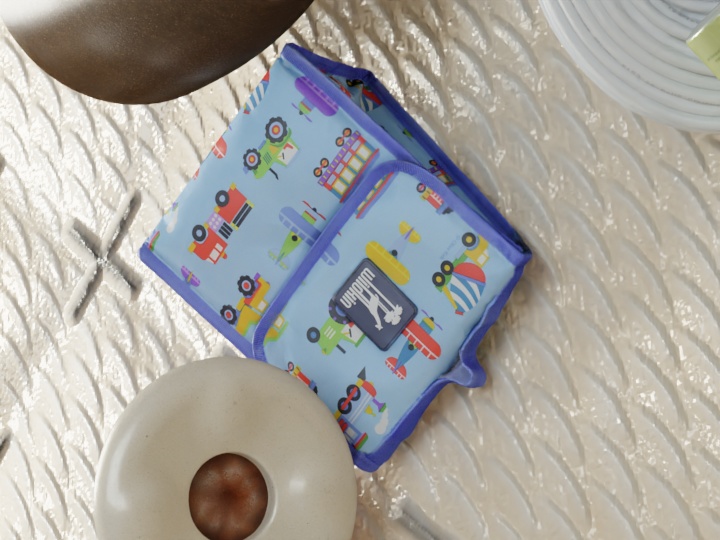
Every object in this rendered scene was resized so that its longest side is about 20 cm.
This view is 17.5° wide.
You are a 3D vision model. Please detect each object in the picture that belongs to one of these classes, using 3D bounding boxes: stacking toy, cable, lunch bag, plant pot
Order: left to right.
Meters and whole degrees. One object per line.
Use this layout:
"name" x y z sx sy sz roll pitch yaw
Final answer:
"stacking toy" -0.102 0.122 1.290 0.200 0.145 0.147 -7 67 66
"plant pot" -0.091 -0.191 1.300 0.200 0.186 0.188 3 75 63
"lunch bag" 0.000 0.000 1.282 0.200 0.094 0.151 45 107 28
"cable" 0.172 -0.163 1.102 0.199 0.069 0.201 16 104 9

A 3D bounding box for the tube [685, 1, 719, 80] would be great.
"tube" 0.231 -0.049 1.051 0.052 0.200 0.058 -45 -1 -28
